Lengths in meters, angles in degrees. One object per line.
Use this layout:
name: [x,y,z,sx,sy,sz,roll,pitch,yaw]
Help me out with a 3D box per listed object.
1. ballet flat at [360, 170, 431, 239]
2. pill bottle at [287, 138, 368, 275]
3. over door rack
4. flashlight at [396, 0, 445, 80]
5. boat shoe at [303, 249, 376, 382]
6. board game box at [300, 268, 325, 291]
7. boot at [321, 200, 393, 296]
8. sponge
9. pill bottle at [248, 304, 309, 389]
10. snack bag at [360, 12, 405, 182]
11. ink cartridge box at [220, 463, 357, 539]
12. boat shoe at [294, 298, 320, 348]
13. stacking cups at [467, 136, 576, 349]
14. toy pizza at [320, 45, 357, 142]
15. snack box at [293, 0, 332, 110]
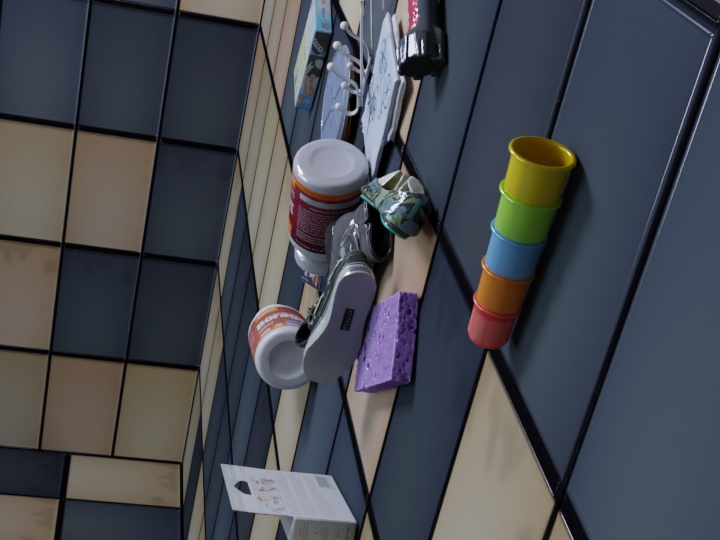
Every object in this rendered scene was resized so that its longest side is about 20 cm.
ballet flat: [0.050,-0.091,1.511,0.200,0.074,0.075,-126,45,-70]
pill bottle: [-0.052,-0.090,1.794,0.200,0.112,0.113,98,170,-45]
over door rack: [-0.004,-0.355,1.785,0.148,0.066,0.201,-79,2,-51]
flashlight: [0.068,-0.337,1.528,0.068,0.068,0.201,121,154,-59]
boat shoe: [-0.027,0.063,1.605,0.064,0.070,0.200,-101,29,-54]
board game box: [-0.062,-0.039,2.016,0.200,0.034,0.136,-158,76,-77]
boot: [0.000,0.000,1.654,0.132,0.070,0.201,-32,63,58]
sponge: [0.031,0.096,1.532,0.200,0.030,0.112,143,133,-74]
pill bottle: [-0.138,0.126,2.084,0.200,0.112,0.113,-128,47,-72]
snack bag: [0.033,-0.245,1.742,0.189,0.021,0.201,-96,15,-48]
ink cartridge box: [-0.108,0.332,1.687,0.200,0.173,0.044,-142,60,-76]
boat shoe: [-0.060,0.080,1.884,0.200,0.056,0.069,118,156,-58]
stacking cups: [0.141,-0.017,1.065,0.061,0.060,0.201,-103,20,-58]
toy pizza: [-0.033,-0.283,2.035,0.200,0.032,0.201,-174,90,-78]
snack box: [-0.097,-0.437,2.393,0.200,0.037,0.117,110,162,-45]
